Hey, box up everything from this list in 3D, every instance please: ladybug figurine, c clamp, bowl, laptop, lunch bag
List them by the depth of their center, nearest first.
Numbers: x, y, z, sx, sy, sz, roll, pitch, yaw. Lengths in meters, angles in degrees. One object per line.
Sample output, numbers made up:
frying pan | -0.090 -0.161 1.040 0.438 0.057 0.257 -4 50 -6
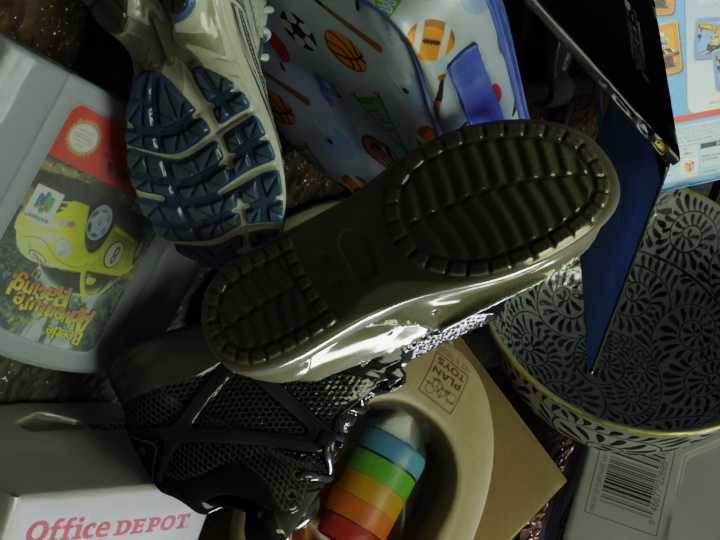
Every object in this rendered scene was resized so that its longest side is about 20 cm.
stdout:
lunch bag | 0.016 -0.098 1.037 0.076 0.160 0.201 -44 142 -18
laptop | 0.102 -0.090 1.134 0.116 0.188 0.200 -36 113 22
ladybug figurine | -0.003 0.122 1.173 0.135 0.072 0.201 38 72 -17
c clamp | 0.078 -0.120 1.215 0.199 0.027 0.172 -6 118 -49
bowl | 0.159 0.044 1.314 0.200 0.201 0.095 -33 154 -33

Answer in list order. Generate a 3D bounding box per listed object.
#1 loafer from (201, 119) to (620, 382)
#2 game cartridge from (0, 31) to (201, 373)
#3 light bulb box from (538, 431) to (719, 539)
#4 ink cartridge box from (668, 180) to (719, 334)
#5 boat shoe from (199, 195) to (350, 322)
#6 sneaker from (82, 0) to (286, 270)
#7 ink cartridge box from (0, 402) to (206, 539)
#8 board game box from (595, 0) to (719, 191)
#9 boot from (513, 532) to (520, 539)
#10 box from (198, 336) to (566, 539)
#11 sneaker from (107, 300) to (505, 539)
loafer | 0.023 -0.007 0.978 0.199 0.076 0.068 -22 162 2
game cartridge | -0.141 -0.022 1.004 0.134 0.041 0.200 -58 146 4
light bulb box | 0.176 0.202 1.382 0.201 0.124 0.199 106 4 -49
ink cartridge box | 0.216 -0.042 1.388 0.044 0.094 0.201 -6 119 -50
boat shoe | 0.000 0.001 1.170 0.200 0.066 0.072 -32 137 -35
sneaker | -0.067 -0.098 0.977 0.085 0.076 0.201 -51 133 -56
ink cartridge box | -0.173 0.174 1.061 0.145 0.083 0.201 2 114 -52
board game box | 0.209 -0.154 1.260 0.150 0.037 0.202 -12 111 -20
boot | 0.004 0.195 1.299 0.076 0.198 0.170 118 -29 -85
box | 0.008 0.128 1.231 0.200 0.021 0.164 -44 105 -22
sneaker | -0.013 0.066 1.037 0.198 0.115 0.076 -19 167 -7
